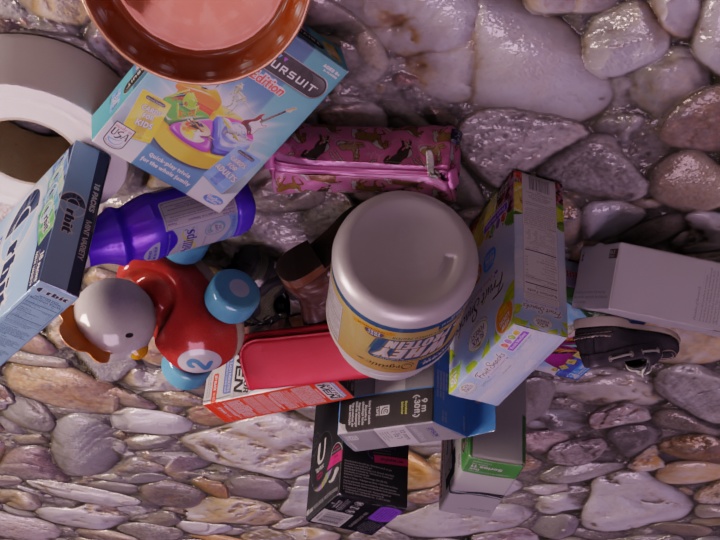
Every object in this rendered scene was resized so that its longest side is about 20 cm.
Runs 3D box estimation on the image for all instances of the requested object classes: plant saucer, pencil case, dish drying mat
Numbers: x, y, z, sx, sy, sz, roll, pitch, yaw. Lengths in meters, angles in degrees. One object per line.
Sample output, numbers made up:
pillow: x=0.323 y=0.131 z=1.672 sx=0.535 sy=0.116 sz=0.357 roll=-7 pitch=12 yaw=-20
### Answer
plant saucer: x=-0.138 y=-0.255 z=0.934 sx=0.200 sy=0.032 sz=0.200 roll=1 pitch=121 yaw=1
pencil case: x=0.002 y=-0.112 z=1.140 sx=0.200 sy=0.083 sz=0.087 roll=3 pitch=157 yaw=3
dish drying mat: x=-0.056 y=0.104 z=1.377 sx=0.200 sy=0.018 sz=0.077 roll=-8 pitch=107 yaw=16

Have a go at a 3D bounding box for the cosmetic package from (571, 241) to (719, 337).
cosmetic package: x=0.358 y=0.024 z=1.276 sx=0.200 sy=0.081 sz=0.113 roll=10 pitch=177 yaw=-9

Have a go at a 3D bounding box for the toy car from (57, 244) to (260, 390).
toy car: x=-0.252 y=0.062 z=1.282 sx=0.177 sy=0.200 sz=0.184 roll=50 pitch=135 yaw=12

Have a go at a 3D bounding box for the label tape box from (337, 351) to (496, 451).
label tape box: x=0.074 y=0.151 z=1.469 sx=0.200 sy=0.143 sz=0.066 roll=-12 pitch=143 yaw=22

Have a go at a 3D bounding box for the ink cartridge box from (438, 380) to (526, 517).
ink cartridge box: x=0.174 y=0.251 z=1.606 sx=0.083 sy=0.147 sz=0.200 roll=9 pitch=145 yaw=-4

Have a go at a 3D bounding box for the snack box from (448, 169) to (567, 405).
snack box: x=0.158 y=0.021 z=1.219 sx=0.068 sy=0.200 sz=0.169 roll=13 pitch=144 yaw=-14

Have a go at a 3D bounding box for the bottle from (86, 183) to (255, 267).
bottle: x=-0.215 y=-0.050 z=1.198 sx=0.200 sy=0.065 sz=0.084 roll=-18 pitch=163 yaw=-22

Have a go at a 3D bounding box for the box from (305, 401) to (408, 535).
box: x=-0.002 y=0.254 z=1.578 sx=0.106 sy=0.200 sz=0.122 roll=17 pitch=144 yaw=-18

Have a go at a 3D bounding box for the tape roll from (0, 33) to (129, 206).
tape roll: x=-0.332 y=-0.145 z=1.139 sx=0.202 sy=0.071 sz=0.202 roll=2 pitch=146 yaw=1

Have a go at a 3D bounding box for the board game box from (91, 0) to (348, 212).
board game box: x=-0.134 y=-0.166 z=1.051 sx=0.151 sy=0.047 sz=0.200 roll=29 pitch=118 yaw=-33

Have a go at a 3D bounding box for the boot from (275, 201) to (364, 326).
boot: x=0.000 y=0.000 z=1.330 sx=0.186 sy=0.064 sz=0.200 roll=-22 pitch=156 yaw=1

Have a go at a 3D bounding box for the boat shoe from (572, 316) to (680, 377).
boat shoe: x=0.319 y=0.097 z=1.331 sx=0.073 sy=0.063 sz=0.200 roll=-12 pitch=162 yaw=41

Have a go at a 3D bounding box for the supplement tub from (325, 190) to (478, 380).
supplement tub: x=0.038 y=0.023 z=1.154 sx=0.145 sy=0.145 sz=0.200 roll=5 pitch=155 yaw=-2

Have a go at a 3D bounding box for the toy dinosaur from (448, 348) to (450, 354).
toy dinosaur: x=0.077 y=0.027 z=1.337 sx=0.102 sy=0.077 sz=0.200 roll=-22 pitch=130 yaw=-4

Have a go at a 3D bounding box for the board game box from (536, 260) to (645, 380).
board game box: x=0.237 y=0.059 z=1.409 sx=0.199 sy=0.041 sz=0.200 roll=14 pitch=144 yaw=-15

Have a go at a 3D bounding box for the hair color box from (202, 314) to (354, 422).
hair color box: x=-0.106 y=0.126 z=1.480 sx=0.200 sy=0.111 sz=0.064 roll=-14 pitch=143 yaw=23

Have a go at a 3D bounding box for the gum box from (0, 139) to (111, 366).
gum box: x=-0.330 y=-0.011 z=1.122 sx=0.045 sy=0.170 sz=0.200 roll=27 pitch=140 yaw=-30

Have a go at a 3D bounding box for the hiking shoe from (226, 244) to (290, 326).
hiking shoe: x=-0.142 y=0.050 z=1.403 sx=0.101 sy=0.076 sz=0.200 roll=22 pitch=141 yaw=-20
